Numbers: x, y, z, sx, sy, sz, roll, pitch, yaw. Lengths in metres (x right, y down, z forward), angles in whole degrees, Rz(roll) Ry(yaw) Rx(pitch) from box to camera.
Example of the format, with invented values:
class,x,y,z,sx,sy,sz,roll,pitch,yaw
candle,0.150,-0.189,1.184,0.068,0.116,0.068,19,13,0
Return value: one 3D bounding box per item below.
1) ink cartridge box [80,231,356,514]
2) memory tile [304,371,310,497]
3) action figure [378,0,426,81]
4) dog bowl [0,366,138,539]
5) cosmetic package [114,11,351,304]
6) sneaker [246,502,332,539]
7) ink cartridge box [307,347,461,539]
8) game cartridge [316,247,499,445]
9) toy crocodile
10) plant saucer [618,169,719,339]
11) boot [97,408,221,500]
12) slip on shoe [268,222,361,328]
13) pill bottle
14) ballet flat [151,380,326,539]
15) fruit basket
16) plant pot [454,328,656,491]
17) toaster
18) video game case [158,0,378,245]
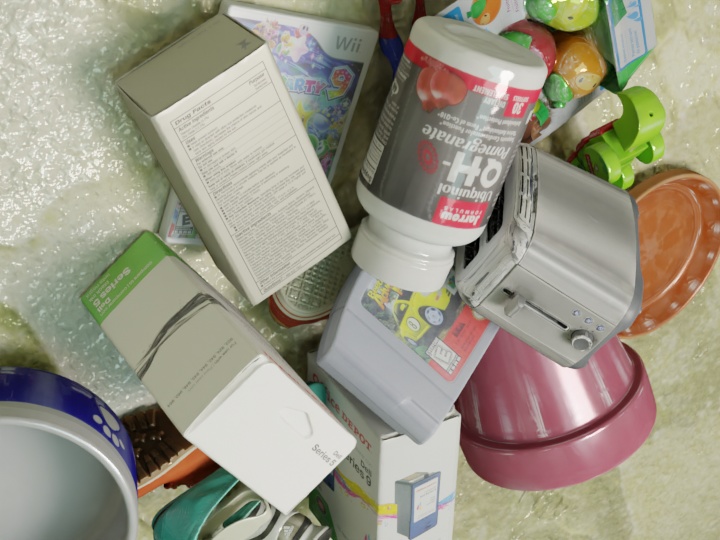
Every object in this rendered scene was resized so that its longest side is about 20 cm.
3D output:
class,x,y,z,sx,sy,sz,roll,pitch,yaw
ink cartridge box,-0.112,0.078,0.962,0.084,0.200,0.146,-45,134,-3
memory tile,-0.008,0.171,1.228,0.200,0.017,0.153,25,102,-44
action figure,0.048,-0.147,1.042,0.065,0.052,0.200,-28,133,-25
dog bowl,-0.273,0.177,0.949,0.200,0.079,0.200,-4,117,-8
cosmetic package,-0.092,-0.081,0.937,0.103,0.073,0.200,-35,133,-13
sneaker,-0.095,0.258,1.191,0.076,0.115,0.201,-53,172,-27
ink cartridge box,0.017,0.179,1.139,0.087,0.145,0.200,-15,127,-25
game cartridge,0.051,0.033,1.054,0.133,0.041,0.200,39,57,-6
toy crocodile,0.226,-0.105,1.142,0.067,0.062,0.200,-27,170,-16
plant saucer,0.314,-0.019,1.329,0.200,0.032,0.201,-19,129,-26
boot,-0.159,0.169,1.081,0.200,0.075,0.107,-26,136,-21
slip on shoe,0.000,0.000,1.097,0.200,0.074,0.061,-23,168,-33
pill bottle,0.062,-0.089,0.967,0.111,0.111,0.200,2,118,-37
ballet flat,-0.087,0.182,1.059,0.200,0.070,0.067,-41,146,-17
fruit basket,0.164,-0.192,1.052,0.200,0.094,0.185,-39,136,-18
plant pot,0.170,0.085,1.194,0.200,0.200,0.179,-30,116,-17
toaster,0.160,-0.023,1.044,0.129,0.200,0.114,28,132,-15
video game case,-0.074,-0.111,0.994,0.143,0.018,0.200,2,116,-36
